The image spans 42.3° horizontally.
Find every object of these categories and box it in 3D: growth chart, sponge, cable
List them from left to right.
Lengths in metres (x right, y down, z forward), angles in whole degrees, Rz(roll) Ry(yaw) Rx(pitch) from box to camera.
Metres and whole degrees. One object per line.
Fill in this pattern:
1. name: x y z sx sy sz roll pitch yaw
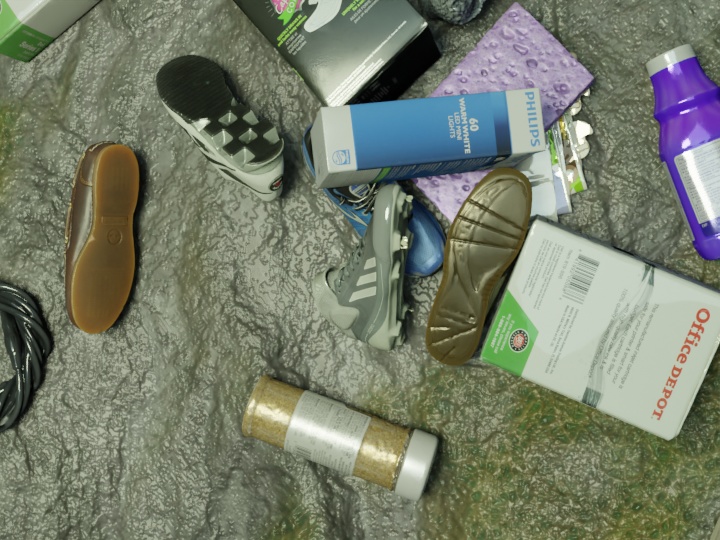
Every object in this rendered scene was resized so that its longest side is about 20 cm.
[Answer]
1. cable: -0.432 0.105 1.035 0.160 0.051 0.203 20 91 3
2. sponge: 0.126 -0.155 0.932 0.112 0.030 0.200 44 95 7
3. growth chart: 0.165 -0.117 0.949 0.142 0.018 0.204 -2 90 8

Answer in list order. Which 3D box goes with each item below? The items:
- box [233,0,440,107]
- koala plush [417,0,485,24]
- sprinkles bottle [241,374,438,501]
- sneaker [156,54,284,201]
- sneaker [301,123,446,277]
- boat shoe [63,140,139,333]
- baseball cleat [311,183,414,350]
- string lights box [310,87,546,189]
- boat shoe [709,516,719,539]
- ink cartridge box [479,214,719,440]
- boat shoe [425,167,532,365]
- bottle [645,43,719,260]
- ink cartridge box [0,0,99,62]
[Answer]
1. box: -0.034 -0.256 0.912 0.124 0.148 0.201 -41 85 9
2. koala plush: 0.146 -0.339 0.891 0.197 0.185 0.180 -17 65 -7
3. sprinkles bottle: -0.021 0.170 0.955 0.197 0.068 0.069 19 93 8
4. sneaker: -0.148 -0.144 0.973 0.073 0.089 0.200 -32 60 -16
5. sneaker: 0.008 -0.070 0.938 0.200 0.089 0.079 45 97 4
6. boat shoe: -0.282 -0.037 1.001 0.070 0.070 0.204 10 89 46
7. baseball cleat: 0.000 0.000 0.908 0.104 0.070 0.203 11 130 14
8. string lights box: 0.058 -0.118 0.850 0.196 0.103 0.060 -7 88 -9
9. boat shoe: 0.382 0.282 0.909 0.062 0.072 0.201 35 90 -36
10. ink cartridge box: 0.233 0.052 0.899 0.197 0.083 0.149 23 102 8
11. boat shoe: 0.114 -0.008 0.922 0.072 0.065 0.203 23 104 5
12. bottle: 0.332 -0.115 0.898 0.082 0.065 0.203 -21 87 8
13. ink cartridge box: -0.339 -0.346 0.992 0.199 0.084 0.147 -36 86 7
